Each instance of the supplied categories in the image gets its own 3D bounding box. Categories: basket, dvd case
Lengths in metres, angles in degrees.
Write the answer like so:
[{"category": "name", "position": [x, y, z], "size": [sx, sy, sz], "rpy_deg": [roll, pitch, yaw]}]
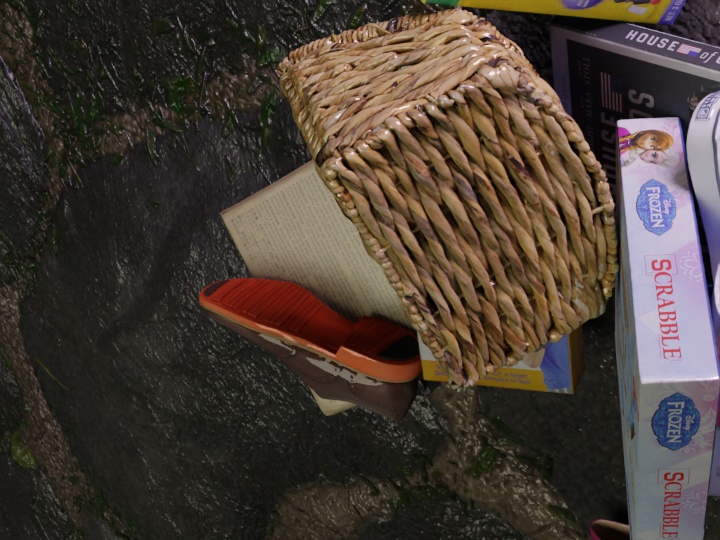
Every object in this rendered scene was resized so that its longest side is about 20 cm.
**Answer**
[{"category": "basket", "position": [0.059, -0.059, 0.644], "size": [0.200, 0.142, 0.149], "rpy_deg": [57, -176, -36]}, {"category": "dvd case", "position": [0.210, -0.073, 0.656], "size": [0.199, 0.025, 0.151], "rpy_deg": [25, 148, 33]}]

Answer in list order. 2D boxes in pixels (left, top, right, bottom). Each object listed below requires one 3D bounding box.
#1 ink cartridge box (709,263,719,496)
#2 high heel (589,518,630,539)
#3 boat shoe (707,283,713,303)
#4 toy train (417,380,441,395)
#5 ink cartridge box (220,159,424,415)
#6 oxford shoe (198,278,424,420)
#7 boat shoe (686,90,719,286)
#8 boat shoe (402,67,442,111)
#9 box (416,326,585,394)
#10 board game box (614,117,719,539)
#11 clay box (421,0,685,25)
[{"category": "ink cartridge box", "position": [0.293, 0.073, 0.586], "size": [0.198, 0.050, 0.163], "rpy_deg": [5, 134, 17]}, {"category": "high heel", "position": [0.257, 0.236, 0.793], "size": [0.199, 0.067, 0.096], "rpy_deg": [-17, 111, 53]}, {"category": "boat shoe", "position": [0.275, 0.101, 0.693], "size": [0.200, 0.068, 0.084], "rpy_deg": [54, 140, 7]}, {"category": "toy train", "position": [0.005, 0.030, 0.966], "size": [0.201, 0.034, 0.046], "rpy_deg": [55, 153, 4]}, {"category": "ink cartridge box", "position": [0.000, 0.000, 0.886], "size": [0.164, 0.075, 0.201], "rpy_deg": [-25, 94, 32]}, {"category": "oxford shoe", "position": [-0.046, 0.064, 0.851], "size": [0.199, 0.071, 0.073], "rpy_deg": [22, 124, 22]}, {"category": "boat shoe", "position": [0.241, -0.009, 0.596], "size": [0.065, 0.074, 0.201], "rpy_deg": [12, 141, 50]}, {"category": "boat shoe", "position": [0.098, -0.087, 0.771], "size": [0.071, 0.061, 0.202], "rpy_deg": [-27, 102, 36]}, {"category": "box", "position": [0.092, -0.010, 0.753], "size": [0.118, 0.041, 0.201], "rpy_deg": [3, 119, 26]}, {"category": "board game box", "position": [0.178, 0.049, 0.636], "size": [0.041, 0.201, 0.200], "rpy_deg": [-2, 137, 11]}, {"category": "clay box", "position": [0.110, -0.200, 0.583], "size": [0.115, 0.199, 0.048], "rpy_deg": [112, 147, -44]}]
